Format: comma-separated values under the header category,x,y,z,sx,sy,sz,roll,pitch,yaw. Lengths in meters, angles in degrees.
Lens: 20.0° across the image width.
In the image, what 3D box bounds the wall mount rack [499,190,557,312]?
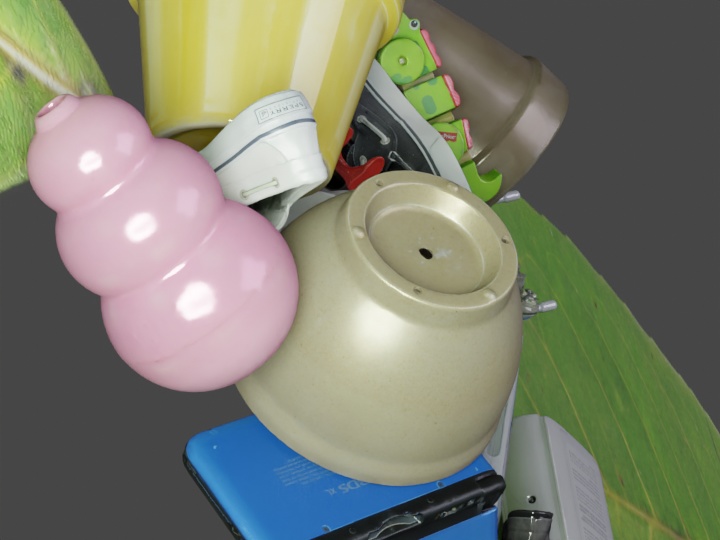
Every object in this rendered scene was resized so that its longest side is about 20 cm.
category,x,y,z,sx,sy,sz,roll,pitch,yaw
wall mount rack,0.115,-0.009,1.944,0.174,0.074,0.200,-2,74,-70

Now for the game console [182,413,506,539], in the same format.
category,x,y,z,sx,sy,sz,roll,pitch,yaw
game console,-0.011,0.181,1.349,0.200,0.118,0.171,-16,54,-38

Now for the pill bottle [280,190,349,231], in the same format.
category,x,y,z,sx,sy,sz,roll,pitch,yaw
pill bottle,0.000,0.000,1.558,0.200,0.114,0.114,18,55,-67

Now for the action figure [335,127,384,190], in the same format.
category,x,y,z,sx,sy,sz,roll,pitch,yaw
action figure,-0.031,-0.148,1.562,0.065,0.099,0.200,43,0,-42

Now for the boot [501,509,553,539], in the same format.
category,x,y,z,sx,sy,sz,roll,pitch,yaw
boot,0.130,0.251,1.618,0.200,0.070,0.132,128,-29,-77

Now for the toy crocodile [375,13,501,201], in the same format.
category,x,y,z,sx,sy,sz,roll,pitch,yaw
toy crocodile,0.053,-0.143,1.664,0.200,0.062,0.068,65,-7,-6

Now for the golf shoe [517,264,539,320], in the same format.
category,x,y,z,sx,sy,sz,roll,pitch,yaw
golf shoe,0.057,0.031,1.746,0.200,0.097,0.078,15,39,-34

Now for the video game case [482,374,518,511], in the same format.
category,x,y,z,sx,sy,sz,roll,pitch,yaw
video game case,0.102,0.180,1.620,0.183,0.022,0.200,-76,173,-46

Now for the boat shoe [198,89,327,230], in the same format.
category,x,y,z,sx,sy,sz,roll,pitch,yaw
boat shoe,-0.079,-0.048,1.320,0.067,0.073,0.200,68,-25,10

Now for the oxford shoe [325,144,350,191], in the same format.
category,x,y,z,sx,sy,sz,roll,pitch,yaw
oxford shoe,-0.041,-0.156,1.671,0.200,0.073,0.084,62,31,-9

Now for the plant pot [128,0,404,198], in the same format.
category,x,y,z,sx,sy,sz,roll,pitch,yaw
plant pot,-0.072,-0.158,1.424,0.201,0.200,0.189,40,51,-56

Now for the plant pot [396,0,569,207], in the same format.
category,x,y,z,sx,sy,sz,roll,pitch,yaw
plant pot,0.053,-0.151,1.776,0.174,0.200,0.200,45,27,-19

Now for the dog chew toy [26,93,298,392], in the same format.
category,x,y,z,sx,sy,sz,roll,pitch,yaw
dog chew toy,-0.127,-0.023,1.236,0.200,0.124,0.125,53,24,-21

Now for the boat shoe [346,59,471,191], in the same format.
category,x,y,z,sx,sy,sz,roll,pitch,yaw
boat shoe,0.023,-0.090,1.576,0.200,0.068,0.072,55,-13,36

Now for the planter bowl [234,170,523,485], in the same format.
category,x,y,z,sx,sy,sz,roll,pitch,yaw
planter bowl,0.024,0.020,1.336,0.200,0.135,0.200,14,44,-14

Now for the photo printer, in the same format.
category,x,y,z,sx,sy,sz,roll,pitch,yaw
photo printer,0.187,0.252,1.891,0.166,0.069,0.200,42,34,-55
